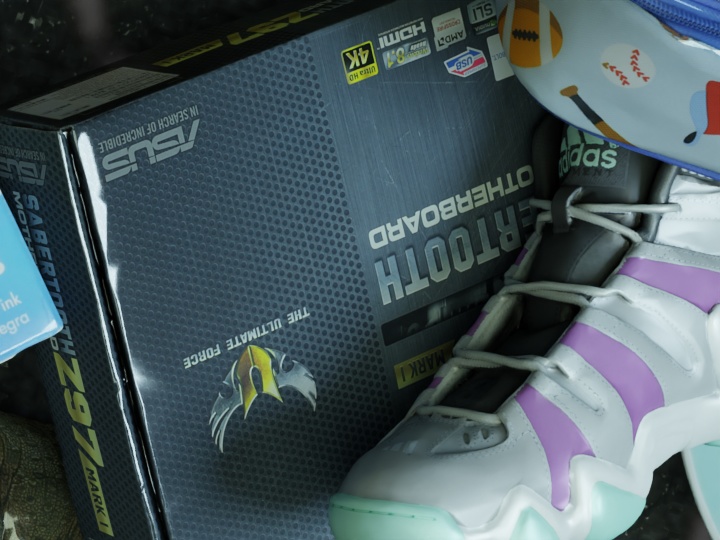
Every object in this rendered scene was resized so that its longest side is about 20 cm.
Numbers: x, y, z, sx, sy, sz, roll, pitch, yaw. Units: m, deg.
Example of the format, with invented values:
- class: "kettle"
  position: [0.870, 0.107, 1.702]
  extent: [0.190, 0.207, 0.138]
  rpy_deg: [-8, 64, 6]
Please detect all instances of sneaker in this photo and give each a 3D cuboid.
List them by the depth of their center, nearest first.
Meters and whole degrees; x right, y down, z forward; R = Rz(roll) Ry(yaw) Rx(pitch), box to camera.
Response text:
- class: "sneaker"
  position: [0.059, -0.004, 0.821]
  extent: [0.200, 0.078, 0.140]
  rpy_deg: [-22, 109, -44]

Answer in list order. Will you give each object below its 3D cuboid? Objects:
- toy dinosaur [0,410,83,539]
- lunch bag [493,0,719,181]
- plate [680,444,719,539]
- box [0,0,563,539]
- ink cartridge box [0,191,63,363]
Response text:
- class: "toy dinosaur"
  position: [-0.110, 0.079, 0.860]
  extent: [0.200, 0.077, 0.102]
  rpy_deg: [-2, 78, -31]
- class: "lunch bag"
  position: [0.118, -0.111, 0.820]
  extent: [0.160, 0.200, 0.076]
  rpy_deg: [16, 140, -13]
- class: "plate"
  position: [0.198, 0.040, 0.924]
  extent: [0.200, 0.026, 0.201]
  rpy_deg: [0, 80, 3]
- class: "box"
  position: [0.000, 0.000, 0.852]
  extent: [0.200, 0.051, 0.158]
  rpy_deg: [-23, 111, -32]
- class: "ink cartridge box"
  position: [-0.162, -0.060, 0.794]
  extent: [0.067, 0.116, 0.200]
  rpy_deg: [-27, 98, -18]
